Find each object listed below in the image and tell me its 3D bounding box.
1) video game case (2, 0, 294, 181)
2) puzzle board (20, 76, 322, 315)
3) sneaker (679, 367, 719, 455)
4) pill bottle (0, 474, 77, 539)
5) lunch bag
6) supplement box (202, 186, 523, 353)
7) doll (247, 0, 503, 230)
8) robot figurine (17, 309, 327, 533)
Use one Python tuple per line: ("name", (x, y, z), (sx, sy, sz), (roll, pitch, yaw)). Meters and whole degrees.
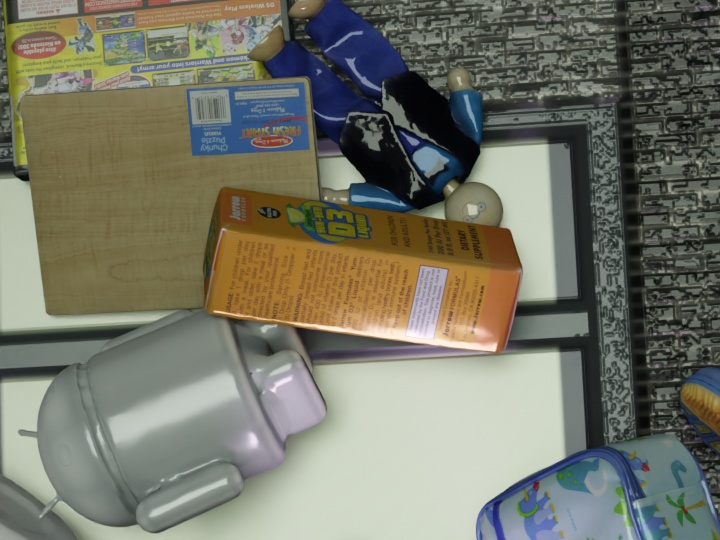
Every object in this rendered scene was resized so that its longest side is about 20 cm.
("video game case", (-0.145, -0.161, 1.671), (0.199, 0.026, 0.182), (-6, 81, 4))
("puzzle board", (-0.122, -0.049, 1.629), (0.199, 0.017, 0.152), (-3, 101, 11))
("sneaker", (0.304, 0.104, 1.568), (0.199, 0.075, 0.088), (29, 74, 3))
("pill bottle", (-0.280, 0.232, 1.578), (0.113, 0.113, 0.200), (37, 96, 10))
("lunch bag", (0.160, 0.214, 1.522), (0.082, 0.161, 0.201), (-9, 77, -39))
("supplement box", (0.000, 0.000, 1.576), (0.199, 0.067, 0.069), (6, 116, -8))
("doll", (0.016, -0.094, 1.626), (0.200, 0.048, 0.137), (43, 86, 0))
("robot figurine", (-0.125, 0.097, 1.586), (0.199, 0.113, 0.170), (-22, 41, 3))
